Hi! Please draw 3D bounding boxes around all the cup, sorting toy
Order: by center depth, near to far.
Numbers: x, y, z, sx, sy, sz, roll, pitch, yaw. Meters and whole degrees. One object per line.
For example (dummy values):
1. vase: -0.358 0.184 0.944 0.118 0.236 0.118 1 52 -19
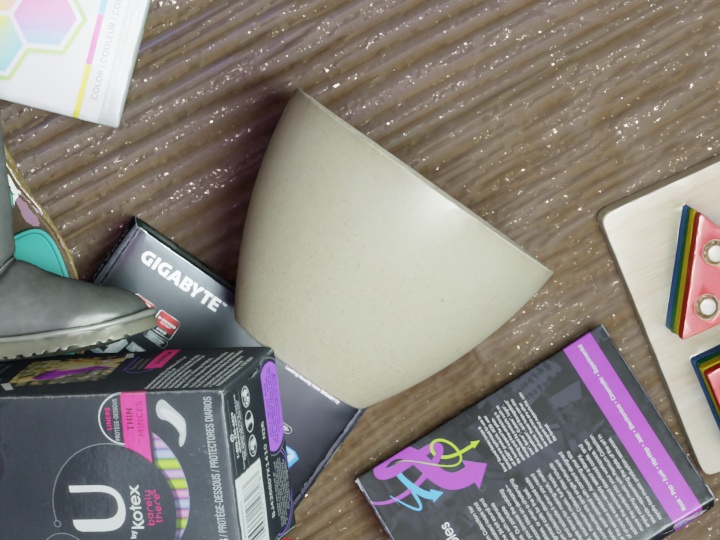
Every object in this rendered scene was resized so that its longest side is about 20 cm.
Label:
1. cup: 0.000 0.000 1.616 0.200 0.200 0.144 35 93 -12
2. sorting toy: 0.291 0.015 1.727 0.199 0.070 0.200 -24 102 -3

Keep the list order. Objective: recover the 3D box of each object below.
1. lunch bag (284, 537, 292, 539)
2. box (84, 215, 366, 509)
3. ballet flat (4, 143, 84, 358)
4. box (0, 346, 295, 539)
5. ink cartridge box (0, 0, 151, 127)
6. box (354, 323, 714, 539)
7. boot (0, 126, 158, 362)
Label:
1. lunch bag: -0.088 0.247 1.675 0.175 0.082 0.201 -30 107 3
2. box: -0.114 0.085 1.694 0.199 0.046 0.159 35 94 -12
3. ballet flat: -0.227 -0.026 1.644 0.068 0.072 0.201 -28 94 8
4. box: -0.153 0.119 1.562 0.198 0.106 0.123 -3 102 18
5. ink cartridge box: -0.237 -0.168 1.626 0.198 0.059 0.105 14 99 -10
6. box: 0.116 0.149 1.711 0.199 0.036 0.144 -31 71 -2
7. boot: -0.224 -0.045 1.579 0.180 0.073 0.202 -6 87 -5
